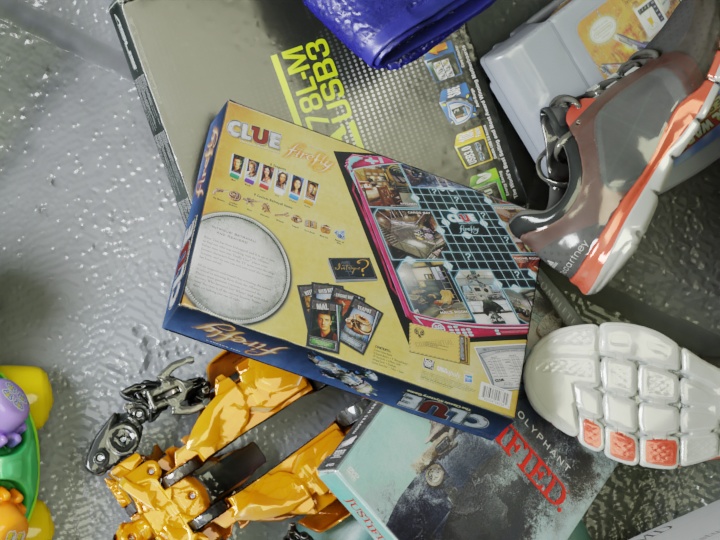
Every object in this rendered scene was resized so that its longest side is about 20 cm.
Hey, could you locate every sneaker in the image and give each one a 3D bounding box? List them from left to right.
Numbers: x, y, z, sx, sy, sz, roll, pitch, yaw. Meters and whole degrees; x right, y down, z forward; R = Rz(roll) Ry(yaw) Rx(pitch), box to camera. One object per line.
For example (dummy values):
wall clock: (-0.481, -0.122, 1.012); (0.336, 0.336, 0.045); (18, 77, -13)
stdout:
sneaker: (0.147, -0.088, 1.652); (0.082, 0.077, 0.201); (28, 70, -2)
sneaker: (0.184, 0.079, 1.691); (0.199, 0.082, 0.077); (13, 86, -13)

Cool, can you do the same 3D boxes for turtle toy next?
turtle toy: (-0.238, 0.085, 1.605); (0.145, 0.101, 0.201); (0, 88, -12)

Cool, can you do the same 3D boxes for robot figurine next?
robot figurine: (-0.057, 0.104, 1.661); (0.200, 0.058, 0.145); (-33, 86, -12)

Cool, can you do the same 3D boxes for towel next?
towel: (-0.004, -0.210, 1.658); (0.147, 0.050, 0.200); (-35, 70, -27)

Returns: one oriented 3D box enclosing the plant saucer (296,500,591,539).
plant saucer: (0.052, 0.197, 1.698); (0.199, 0.036, 0.201); (0, 88, -12)

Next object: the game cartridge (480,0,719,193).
game cartridge: (0.179, -0.125, 1.721); (0.200, 0.042, 0.133); (-38, 103, -18)

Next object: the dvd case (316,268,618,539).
dvd case: (0.076, 0.097, 1.665); (0.146, 0.022, 0.200); (50, 54, -16)

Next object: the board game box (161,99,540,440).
board game box: (0.000, 0.000, 1.622); (0.199, 0.035, 0.136); (20, 60, -13)

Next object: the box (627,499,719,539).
box: (0.218, 0.246, 1.665); (0.198, 0.131, 0.201); (-22, 96, -22)

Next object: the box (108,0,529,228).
box: (-0.023, -0.093, 1.687); (0.192, 0.048, 0.201); (-19, 92, -16)
